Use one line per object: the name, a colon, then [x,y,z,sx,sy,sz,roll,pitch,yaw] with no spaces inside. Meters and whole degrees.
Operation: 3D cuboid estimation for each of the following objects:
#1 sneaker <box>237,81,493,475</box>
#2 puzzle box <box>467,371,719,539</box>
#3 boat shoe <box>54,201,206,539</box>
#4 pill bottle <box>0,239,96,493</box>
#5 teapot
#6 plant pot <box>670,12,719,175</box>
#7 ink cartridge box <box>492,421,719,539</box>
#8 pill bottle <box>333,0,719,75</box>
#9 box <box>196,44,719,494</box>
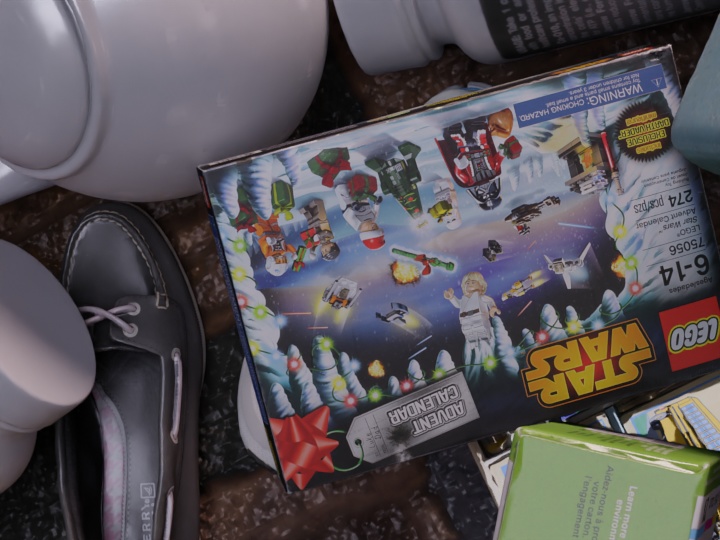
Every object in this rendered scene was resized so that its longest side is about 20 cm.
sneaker: [0.000,0.000,0.912,0.075,0.087,0.200,31,95,12]
puzzle box: [0.134,0.106,0.901,0.133,0.025,0.200,-27,80,10]
boat shoe: [-0.107,0.065,0.947,0.067,0.057,0.201,-7,84,13]
pill bottle: [-0.219,0.071,0.928,0.200,0.112,0.113,-33,79,22]
teapot: [-0.118,-0.111,0.879,0.197,0.146,0.201,8,117,44]
plant pot: [0.270,-0.088,0.753,0.195,0.200,0.197,23,92,-21]
ink cartridge box: [0.088,0.165,0.820,0.076,0.148,0.201,10,89,13]
pill bottle: [0.088,-0.153,0.886,0.199,0.114,0.114,-12,83,12]
box: [0.046,-0.002,0.852,0.199,0.040,0.137,-16,98,-6]
